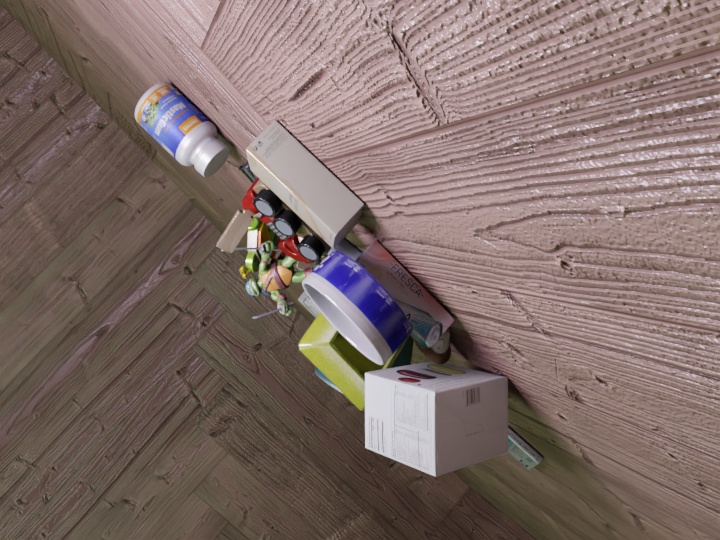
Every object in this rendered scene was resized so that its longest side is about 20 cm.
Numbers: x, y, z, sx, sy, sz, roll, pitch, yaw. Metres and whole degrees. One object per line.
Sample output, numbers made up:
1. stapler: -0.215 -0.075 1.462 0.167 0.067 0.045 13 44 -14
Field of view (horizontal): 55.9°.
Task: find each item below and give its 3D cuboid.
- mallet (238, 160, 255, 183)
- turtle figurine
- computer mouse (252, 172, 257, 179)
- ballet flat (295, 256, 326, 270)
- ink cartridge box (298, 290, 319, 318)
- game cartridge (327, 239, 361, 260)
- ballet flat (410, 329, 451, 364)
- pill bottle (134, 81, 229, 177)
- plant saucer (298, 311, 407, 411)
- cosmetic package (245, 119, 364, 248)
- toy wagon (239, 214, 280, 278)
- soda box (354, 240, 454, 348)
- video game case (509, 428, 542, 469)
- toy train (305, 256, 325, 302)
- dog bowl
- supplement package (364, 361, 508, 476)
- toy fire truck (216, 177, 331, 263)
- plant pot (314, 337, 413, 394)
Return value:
1. mallet: -0.247 -0.222 1.480 0.066 0.041 0.200 48 173 -29
2. turtle figurine: -0.156 0.011 1.414 0.200 0.191 0.146 65 180 -70
3. computer mouse: -0.150 -0.159 1.300 0.201 0.053 0.138 51 168 -32
4. ballet flat: -0.134 -0.041 1.628 0.200 0.075 0.068 48 172 -18
5. ink cartridge box: -0.097 0.115 2.071 0.144 0.084 0.200 46 170 -15
6. game cartridge: 0.000 0.000 1.400 0.199 0.042 0.133 40 173 20
7. ballet flat: 0.126 0.105 1.288 0.072 0.068 0.201 -10 124 53
8. pill bottle: -0.380 -0.299 1.466 0.200 0.112 0.112 42 169 5
9. plant saucer: 0.005 0.134 1.323 0.200 0.201 0.048 47 150 -21
10. cosmetic package: -0.090 -0.137 1.107 0.200 0.073 0.104 44 169 5
11. toy wagon: -0.218 -0.069 1.521 0.039 0.203 0.156 7 148 14
12. soda box: 0.070 0.043 1.198 0.200 0.068 0.064 45 169 2
13. video game case: 0.360 0.413 1.669 0.181 0.022 0.200 41 170 18
14. toy train: -0.083 0.000 1.585 0.149 0.056 0.202 25 140 29
15. dog bowl: -0.007 0.065 1.173 0.200 0.079 0.201 43 167 12
16. supplement package: 0.138 0.264 1.260 0.189 0.150 0.198 -3 -176 -37
17. toy fire truck: -0.161 -0.080 1.258 0.176 0.130 0.198 45 148 -23
18. plant pot: 0.029 0.178 1.478 0.197 0.191 0.200 27 180 0
